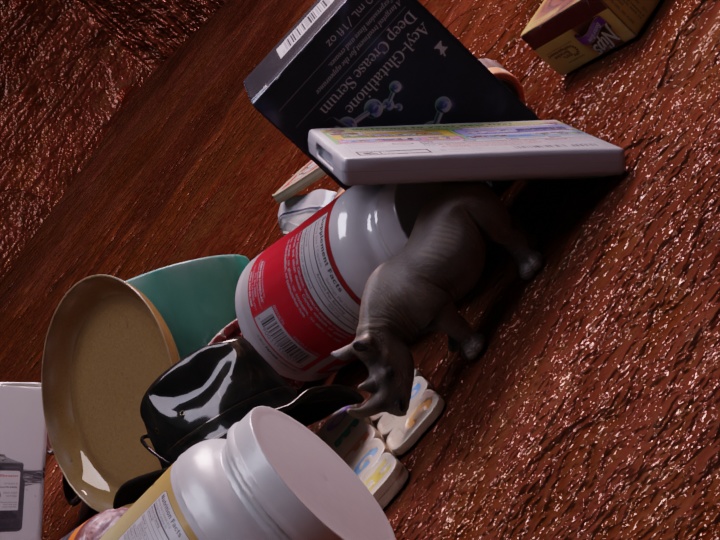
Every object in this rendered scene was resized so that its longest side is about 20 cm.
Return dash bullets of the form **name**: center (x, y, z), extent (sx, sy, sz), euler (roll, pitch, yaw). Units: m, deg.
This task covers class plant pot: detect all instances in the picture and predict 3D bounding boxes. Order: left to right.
- **plant pot**: center (-0.204, 0.103, 1.632), extent (0.027, 0.202, 0.200), euler (-4, -21, -41)

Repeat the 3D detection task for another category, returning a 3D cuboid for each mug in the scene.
- **mug**: center (-0.144, 0.061, 1.698), extent (0.151, 0.115, 0.185), euler (-10, -12, -38)

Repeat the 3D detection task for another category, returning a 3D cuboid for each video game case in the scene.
- **video game case**: center (0.071, -0.086, 1.407), extent (0.182, 0.198, 0.022), euler (-131, 39, -76)

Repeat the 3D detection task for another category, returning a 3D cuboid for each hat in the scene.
- **hat**: center (-0.099, 0.096, 1.390), extent (0.199, 0.082, 0.201), euler (-23, -11, -5)

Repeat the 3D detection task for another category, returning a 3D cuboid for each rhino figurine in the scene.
- **rhino figurine**: center (0.046, 0.021, 1.329), extent (0.201, 0.087, 0.060), euler (-53, 16, -22)

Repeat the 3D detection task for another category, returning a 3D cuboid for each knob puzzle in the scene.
- **knob puzzle**: center (-0.005, -0.133, 1.789), extent (0.219, 0.031, 0.220), euler (-37, 7, 6)

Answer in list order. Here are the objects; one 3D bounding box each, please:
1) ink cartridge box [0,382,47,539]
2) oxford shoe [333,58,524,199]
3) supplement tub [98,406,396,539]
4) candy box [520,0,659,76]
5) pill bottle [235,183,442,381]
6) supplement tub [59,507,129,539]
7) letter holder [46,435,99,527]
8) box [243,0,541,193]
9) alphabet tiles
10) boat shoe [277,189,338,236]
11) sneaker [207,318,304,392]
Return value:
- **ink cartridge box**: center (-0.337, 0.214, 1.771), extent (0.145, 0.083, 0.202), euler (133, 140, -64)
- **oxford shoe**: center (0.051, -0.105, 1.673), extent (0.199, 0.071, 0.073), euler (-38, 31, 2)
- **supplement tub**: center (-0.088, 0.194, 1.166), extent (0.200, 0.144, 0.145), euler (-45, 14, 11)
- **candy box**: center (0.225, -0.264, 1.621), extent (0.201, 0.056, 0.116), euler (-54, 14, -26)
- **pill bottle**: center (0.000, 0.000, 1.483), extent (0.200, 0.112, 0.113), euler (-34, 20, 45)
- **supplement tub**: center (-0.193, 0.243, 1.441), extent (0.200, 0.107, 0.107), euler (-36, 18, 39)
- **letter holder**: center (-0.252, 0.169, 1.832), extent (0.142, 0.100, 0.200), euler (-50, 14, 2)
- **box**: center (0.028, -0.131, 1.565), extent (0.149, 0.200, 0.107), euler (-47, 15, 6)
- **alphabet tiles**: center (-0.020, 0.149, 1.351), extent (0.196, 0.015, 0.200), euler (-48, 13, 1)
- **boat shoe**: center (-0.039, -0.026, 1.776), extent (0.066, 0.071, 0.200), euler (-71, 15, -9)
- **sneaker**: center (-0.069, 0.065, 1.599), extent (0.200, 0.078, 0.082), euler (-38, -2, -34)
